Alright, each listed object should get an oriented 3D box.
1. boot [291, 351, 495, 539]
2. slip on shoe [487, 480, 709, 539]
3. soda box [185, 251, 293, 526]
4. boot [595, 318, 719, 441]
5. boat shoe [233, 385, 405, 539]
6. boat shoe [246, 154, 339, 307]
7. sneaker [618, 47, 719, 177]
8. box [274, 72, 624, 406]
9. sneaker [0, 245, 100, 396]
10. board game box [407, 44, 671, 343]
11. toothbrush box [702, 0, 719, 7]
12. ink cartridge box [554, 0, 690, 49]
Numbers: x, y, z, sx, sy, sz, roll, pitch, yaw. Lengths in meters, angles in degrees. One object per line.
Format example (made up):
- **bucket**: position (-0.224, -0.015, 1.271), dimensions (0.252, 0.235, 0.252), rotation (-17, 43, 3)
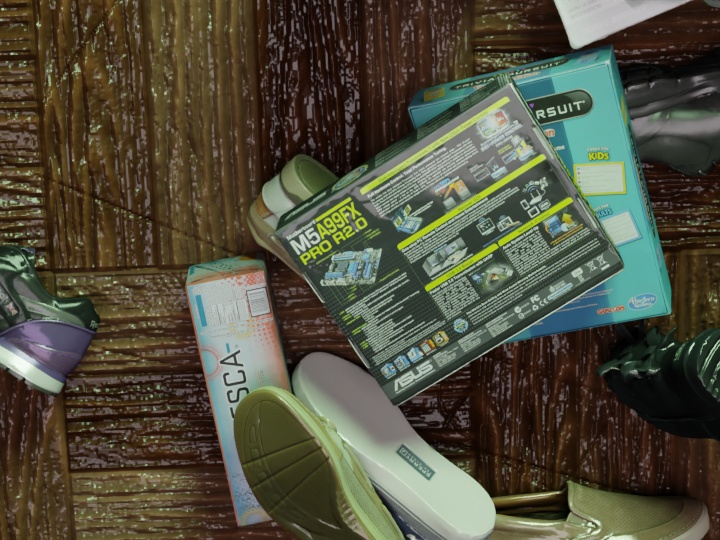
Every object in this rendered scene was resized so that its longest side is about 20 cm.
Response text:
- **boot**: position (0.010, 0.160, 1.146), dimensions (0.200, 0.073, 0.090), rotation (45, 135, 11)
- **slip on shoe**: position (0.178, 0.200, 1.161), dimensions (0.199, 0.076, 0.061), rotation (-9, 106, 8)
- **soda box**: position (-0.086, 0.091, 1.126), dimensions (0.063, 0.068, 0.201), rotation (-11, 103, -1)
- **boot**: position (0.278, 0.111, 1.079), dimensions (0.198, 0.162, 0.073), rotation (41, 76, -8)
- **boat shoe**: position (-0.024, 0.167, 1.092), dimensions (0.073, 0.063, 0.201), rotation (-33, 101, 22)
- **boat shoe**: position (0.000, 0.000, 1.112), dimensions (0.200, 0.075, 0.068), rotation (44, 117, -12)
- **sneaker**: position (0.268, -0.119, 1.094), dimensions (0.199, 0.076, 0.091), rotation (-9, 110, 10)
- **box**: position (0.064, -0.020, 1.038), dimensions (0.199, 0.044, 0.161), rotation (-32, 103, 11)
- **sneaker**: position (-0.294, 0.007, 1.109), dimensions (0.200, 0.076, 0.088), rotation (34, 85, -13)
- **board game box**: position (0.137, -0.052, 1.080), dimensions (0.150, 0.047, 0.201), rotation (-11, 111, 18)
- **toothbrush box**: position (0.255, -0.290, 0.939), dimensions (0.145, 0.086, 0.201), rotation (29, 93, -29)
- **ink cartridge box**: position (0.186, -0.279, 1.038), dimensions (0.161, 0.050, 0.201), rotation (-22, 91, 3)
